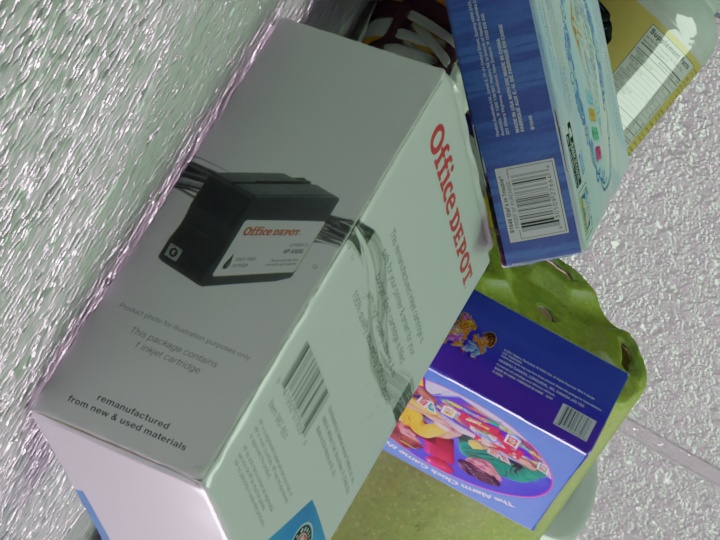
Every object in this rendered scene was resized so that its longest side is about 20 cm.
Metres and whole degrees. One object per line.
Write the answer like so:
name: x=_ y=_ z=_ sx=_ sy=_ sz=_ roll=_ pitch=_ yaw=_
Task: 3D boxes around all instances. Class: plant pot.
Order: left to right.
plant pot: x=0.048 y=0.081 z=1.282 sx=0.184 sy=0.200 sz=0.200 roll=-49 pitch=-179 yaw=23

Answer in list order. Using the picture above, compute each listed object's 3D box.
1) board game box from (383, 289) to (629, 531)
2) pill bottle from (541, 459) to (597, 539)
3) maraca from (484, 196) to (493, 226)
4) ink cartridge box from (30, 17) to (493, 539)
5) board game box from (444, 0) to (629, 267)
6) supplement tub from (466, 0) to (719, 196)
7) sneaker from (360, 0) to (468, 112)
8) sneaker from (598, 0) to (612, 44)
board game box: x=0.016 y=0.040 z=1.130 sx=0.045 sy=0.199 sz=0.135 roll=-60 pitch=176 yaw=-22
pill bottle: x=0.039 y=0.131 z=1.481 sx=0.199 sy=0.113 sz=0.113 roll=-15 pitch=-149 yaw=42
maraca: x=0.073 y=-0.061 z=1.660 sx=0.107 sy=0.136 sz=0.200 roll=84 pitch=22 yaw=-46
ink cartridge box: x=-0.033 y=0.023 z=0.970 sx=0.200 sy=0.083 sz=0.145 roll=-59 pitch=156 yaw=-24
board game box: x=0.077 y=-0.122 z=1.094 sx=0.199 sy=0.043 sz=0.201 roll=-45 pitch=124 yaw=-72
supplement tub: x=0.124 y=-0.135 z=1.445 sx=0.200 sy=0.145 sz=0.145 roll=-51 pitch=176 yaw=3
sneaker: x=0.022 y=-0.088 z=1.203 sx=0.201 sy=0.075 sz=0.090 roll=-63 pitch=-179 yaw=15
sneaker: x=0.100 y=-0.170 z=1.346 sx=0.200 sy=0.112 sz=0.073 roll=-58 pitch=176 yaw=-37
